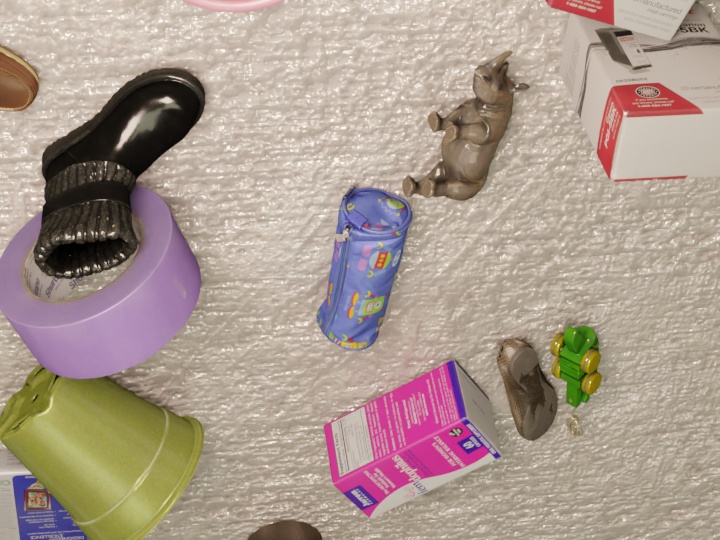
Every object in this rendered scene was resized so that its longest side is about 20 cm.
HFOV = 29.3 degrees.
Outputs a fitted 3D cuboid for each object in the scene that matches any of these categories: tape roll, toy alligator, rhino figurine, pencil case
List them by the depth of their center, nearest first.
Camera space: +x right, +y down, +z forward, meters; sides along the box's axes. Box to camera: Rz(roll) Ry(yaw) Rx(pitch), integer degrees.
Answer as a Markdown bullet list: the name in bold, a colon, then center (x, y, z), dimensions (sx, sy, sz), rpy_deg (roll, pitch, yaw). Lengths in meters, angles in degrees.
- **tape roll**: center (-0.272, 0.009, 1.429), dimensions (0.199, 0.201, 0.085), rpy_deg (-17, 134, 6)
- **rhino figurine**: center (0.118, -0.151, 1.450), dimensions (0.087, 0.060, 0.201), rpy_deg (-6, 136, -33)
- **pencil case**: center (0.000, 0.000, 1.556), dimensions (0.087, 0.078, 0.201), rpy_deg (-20, 141, -34)
- **toy alligator**: center (0.282, 0.130, 1.755), dimensions (0.054, 0.059, 0.201), rpy_deg (-42, 141, -28)

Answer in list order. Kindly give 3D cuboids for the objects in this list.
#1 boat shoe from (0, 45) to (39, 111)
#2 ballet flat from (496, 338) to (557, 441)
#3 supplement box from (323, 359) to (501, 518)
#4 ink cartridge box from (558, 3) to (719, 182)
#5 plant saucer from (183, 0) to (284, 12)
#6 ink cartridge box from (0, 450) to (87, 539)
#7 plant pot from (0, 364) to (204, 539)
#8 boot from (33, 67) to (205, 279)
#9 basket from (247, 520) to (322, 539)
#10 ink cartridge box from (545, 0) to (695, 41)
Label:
- **boat shoe**: center (-0.406, -0.189, 1.310), dimensions (0.199, 0.068, 0.072), rpy_deg (17, 127, -25)
- **ballet flat**: center (0.209, 0.151, 1.768), dimensions (0.067, 0.046, 0.200), rpy_deg (-42, 140, -14)
- **supplement box**: center (0.065, 0.217, 1.758), dimensions (0.199, 0.104, 0.101), rpy_deg (-28, 133, 17)
- **ink cartridge box**: center (0.294, -0.181, 1.362), dimensions (0.146, 0.201, 0.083), rpy_deg (-4, 130, -8)
- **plant saucer**: center (-0.114, -0.332, 1.245), dimensions (0.199, 0.051, 0.201), rpy_deg (-5, 134, -5)
- **ink cartridge box**: center (-0.446, 0.311, 1.788), dimensions (0.196, 0.047, 0.201), rpy_deg (-2, 135, -11)
- **plant pot**: center (-0.321, 0.201, 1.631), dimensions (0.200, 0.201, 0.190), rpy_deg (-36, 116, 22)
- **boot**: center (-0.236, -0.093, 1.369), dimensions (0.211, 0.158, 0.079), rpy_deg (-34, 130, 20)
- **basket**: center (-0.095, 0.456, 1.880), dimensions (0.135, 0.201, 0.181), rpy_deg (8, 132, -18)
- **ink cartridge box**: center (0.270, -0.335, 1.294), dimensions (0.145, 0.083, 0.201), rpy_deg (11, 130, -20)
